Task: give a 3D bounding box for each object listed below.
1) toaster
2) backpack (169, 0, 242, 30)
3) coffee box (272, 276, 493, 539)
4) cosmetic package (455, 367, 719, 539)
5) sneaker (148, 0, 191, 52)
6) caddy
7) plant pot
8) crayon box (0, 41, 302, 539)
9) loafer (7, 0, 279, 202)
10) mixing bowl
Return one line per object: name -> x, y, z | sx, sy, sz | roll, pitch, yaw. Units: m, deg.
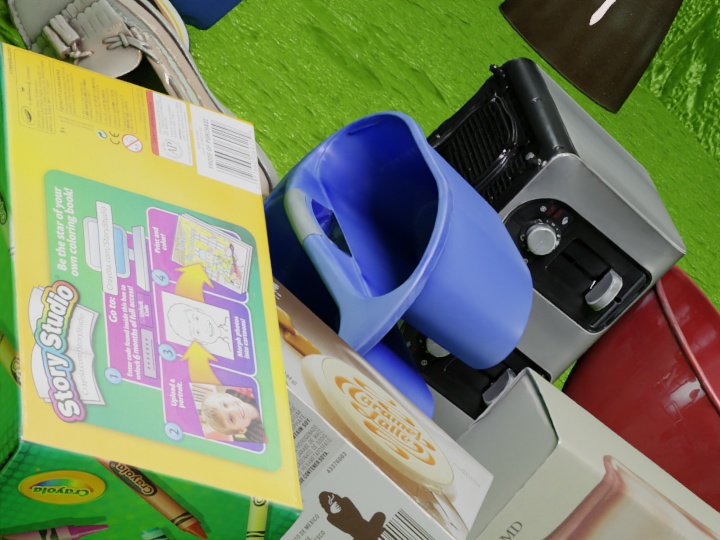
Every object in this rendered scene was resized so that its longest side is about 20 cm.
toaster -> 0.076, -0.012, 1.582 | 0.119, 0.181, 0.200 | 40, 14, -21
backpack -> -0.141, -0.262, 1.783 | 0.200, 0.163, 0.168 | 25, 24, -54
coffee box -> -0.046, 0.064, 1.189 | 0.200, 0.080, 0.114 | 42, 13, 1
cosmetic package -> 0.130, 0.155, 1.369 | 0.200, 0.103, 0.087 | 36, 13, -21
sneaker -> -0.184, -0.187, 1.613 | 0.200, 0.070, 0.090 | 46, 10, 9
caddy -> 0.000, 0.000, 1.401 | 0.105, 0.141, 0.200 | 41, 11, -27
plant pot -> 0.297, -0.320, 3.176 | 0.187, 0.200, 0.187 | 40, 13, -11
crayon box -> -0.095, 0.015, 1.053 | 0.118, 0.058, 0.201 | 17, 45, -28
loafer -> -0.125, -0.096, 1.513 | 0.200, 0.072, 0.063 | 46, 20, 4
mixing bowl -> 0.185, 0.105, 1.600 | 0.200, 0.108, 0.200 | 52, 14, -18
